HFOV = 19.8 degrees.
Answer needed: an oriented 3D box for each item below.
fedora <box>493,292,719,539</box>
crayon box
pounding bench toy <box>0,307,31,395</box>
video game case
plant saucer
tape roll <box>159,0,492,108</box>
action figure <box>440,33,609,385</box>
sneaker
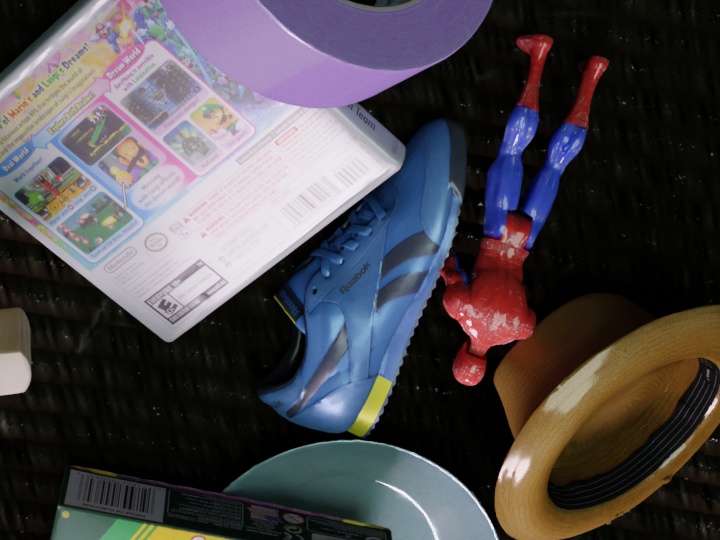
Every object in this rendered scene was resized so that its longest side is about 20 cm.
[{"bbox_3d":[0.141,0.073,1.223,0.200,0.082,0.201,-29,146,-22],"label":"fedora"},{"bbox_3d":[-0.095,0.220,1.220,0.198,0.058,0.174,12,110,-7],"label":"crayon box"},{"bbox_3d":[-0.286,0.012,1.095,0.155,0.124,0.201,-29,113,8],"label":"pounding bench toy"},{"bbox_3d":[-0.106,-0.066,1.125,0.182,0.024,0.200,40,125,-21],"label":"video game case"},{"bbox_3d":[-0.011,0.189,1.266,0.199,0.039,0.203,-1,109,-3],"label":"plant saucer"},{"bbox_3d":[-0.021,-0.189,1.063,0.199,0.065,0.202,12,69,-36],"label":"tape roll"},{"bbox_3d":[0.082,-0.030,1.211,0.065,0.099,0.202,19,82,-15],"label":"action figure"},{"bbox_3d":[0.000,0.000,1.196,0.078,0.066,0.201,19,104,-14],"label":"sneaker"}]
